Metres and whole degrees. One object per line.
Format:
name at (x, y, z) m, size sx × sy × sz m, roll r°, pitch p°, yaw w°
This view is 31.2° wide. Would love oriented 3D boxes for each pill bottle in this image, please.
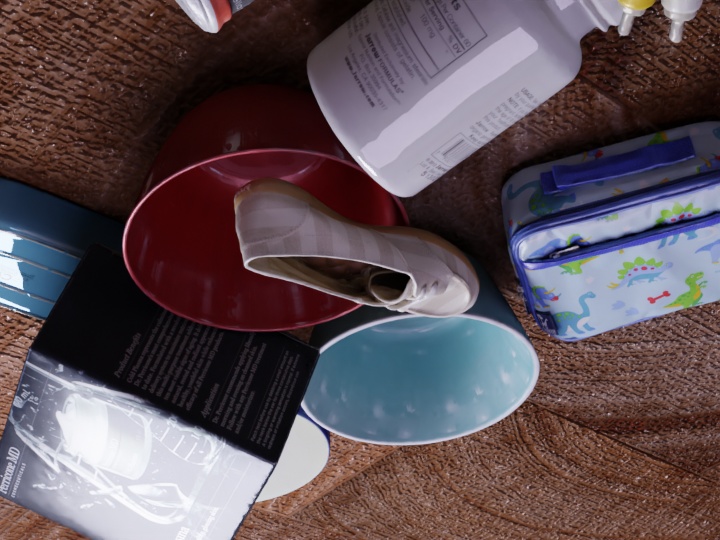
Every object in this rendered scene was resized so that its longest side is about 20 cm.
pill bottle at (0.074, -0.146, 0.796) m, size 0.199 × 0.115 × 0.114 m, roll -35°, pitch 136°, yaw 18°

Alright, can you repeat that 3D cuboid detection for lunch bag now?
lunch bag at (0.213, -0.030, 1.010) m, size 0.197 × 0.083 × 0.162 m, roll -14°, pitch 140°, yaw 9°

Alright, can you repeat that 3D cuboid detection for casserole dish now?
casserole dish at (-0.253, -0.006, 1.015) m, size 0.198 × 0.039 × 0.121 m, roll 24°, pitch 134°, yaw -32°

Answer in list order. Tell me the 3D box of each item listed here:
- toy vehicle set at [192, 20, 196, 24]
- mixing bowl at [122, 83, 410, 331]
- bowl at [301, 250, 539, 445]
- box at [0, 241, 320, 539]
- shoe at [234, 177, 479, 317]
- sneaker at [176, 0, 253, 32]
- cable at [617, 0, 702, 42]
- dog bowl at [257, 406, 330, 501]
toy vehicle set at (-0.048, -0.231, 0.746) m, size 0.198 × 0.027 × 0.124 m, roll -22°, pitch 140°, yaw 20°
mixing bowl at (-0.068, -0.057, 0.909) m, size 0.197 × 0.110 × 0.201 m, roll -5°, pitch 144°, yaw -3°
bowl at (0.042, 0.051, 1.073) m, size 0.197 × 0.106 × 0.202 m, roll -4°, pitch 144°, yaw -3°
box at (-0.163, 0.117, 1.003) m, size 0.195 × 0.125 × 0.201 m, roll 26°, pitch 134°, yaw -4°
shoe at (0.000, 0.000, 0.860) m, size 0.198 × 0.054 × 0.070 m, roll 21°, pitch 136°, yaw -31°
sneaker at (-0.101, -0.232, 0.682) m, size 0.081 × 0.077 × 0.202 m, roll -30°, pitch 115°, yaw -5°
cable at (0.177, -0.209, 0.669) m, size 0.096 × 0.051 × 0.201 m, roll -11°, pitch 141°, yaw 4°
dog bowl at (-0.126, 0.138, 1.189) m, size 0.197 × 0.080 × 0.201 m, roll -4°, pitch 143°, yaw -3°
